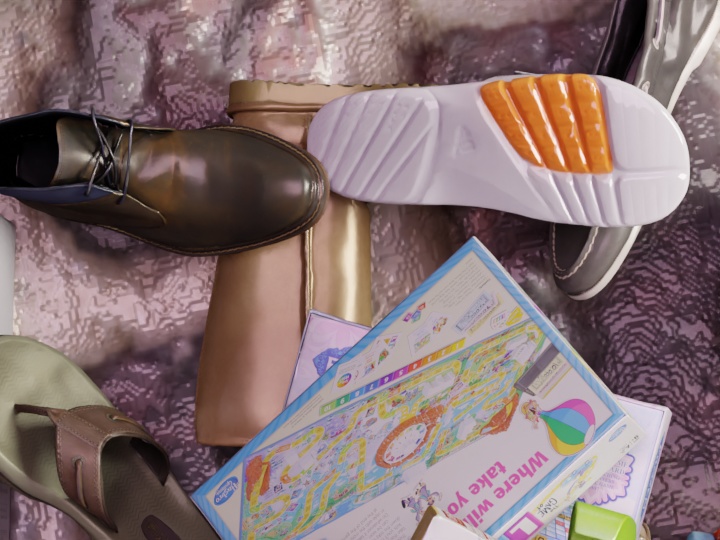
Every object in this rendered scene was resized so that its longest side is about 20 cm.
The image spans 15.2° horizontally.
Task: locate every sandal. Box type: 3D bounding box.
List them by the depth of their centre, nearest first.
[{"bbox_3d":[0.076,-0.071,1.436,0.205,0.059,0.080,5,103,16],"label":"sandal"},{"bbox_3d":[-0.133,0.107,1.458,0.201,0.057,0.080,45,53,-10],"label":"sandal"}]

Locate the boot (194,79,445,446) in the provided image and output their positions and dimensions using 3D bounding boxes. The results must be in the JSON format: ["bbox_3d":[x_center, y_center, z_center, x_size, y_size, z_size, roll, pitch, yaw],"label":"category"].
[{"bbox_3d":[0.000,0.000,1.491,0.174,0.066,0.202,2,85,9],"label":"boot"}]

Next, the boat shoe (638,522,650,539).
[{"bbox_3d":[0.128,0.155,1.456,0.064,0.071,0.200,-39,81,0],"label":"boat shoe"}]

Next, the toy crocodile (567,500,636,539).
[{"bbox_3d":[0.086,0.210,1.347,0.067,0.062,0.201,28,89,11],"label":"toy crocodile"}]

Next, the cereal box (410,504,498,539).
[{"bbox_3d":[0.087,0.222,1.301,0.199,0.040,0.145,27,92,-5],"label":"cereal box"}]

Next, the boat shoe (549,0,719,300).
[{"bbox_3d":[0.137,-0.084,1.481,0.057,0.067,0.201,29,77,-26],"label":"boat shoe"}]

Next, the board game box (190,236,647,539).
[{"bbox_3d":[0.027,0.099,1.364,0.200,0.034,0.135,-42,59,4],"label":"board game box"}]

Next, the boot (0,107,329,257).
[{"bbox_3d":[-0.121,-0.047,1.448,0.199,0.097,0.075,4,91,29],"label":"boot"}]

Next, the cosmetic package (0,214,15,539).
[{"bbox_3d":[-0.246,0.069,1.489,0.101,0.071,0.202,-1,83,4],"label":"cosmetic package"}]

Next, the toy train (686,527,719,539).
[{"bbox_3d":[0.278,0.136,1.428,0.198,0.150,0.056,8,66,-3],"label":"toy train"}]

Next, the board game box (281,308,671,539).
[{"bbox_3d":[0.042,0.143,1.415,0.199,0.041,0.201,16,86,11],"label":"board game box"}]
